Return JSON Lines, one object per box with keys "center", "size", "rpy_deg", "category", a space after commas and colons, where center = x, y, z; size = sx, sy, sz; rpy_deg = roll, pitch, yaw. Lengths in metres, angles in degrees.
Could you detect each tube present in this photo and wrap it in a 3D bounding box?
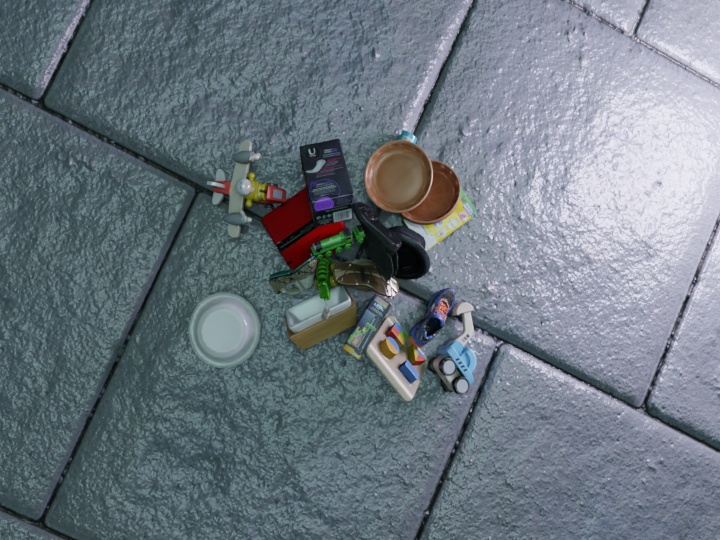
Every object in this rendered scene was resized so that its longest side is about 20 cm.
{"center": [0.095, -0.304, 1.614], "size": [0.076, 0.050, 0.204], "rpy_deg": [28, 87, 32], "category": "tube"}

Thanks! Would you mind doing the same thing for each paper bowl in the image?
{"center": [-0.370, 0.163, 1.527], "size": [0.193, 0.104, 0.208], "rpy_deg": [0, 87, -6], "category": "paper bowl"}

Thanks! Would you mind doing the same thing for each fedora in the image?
{"center": [0.112, -0.065, 1.567], "size": [0.197, 0.202, 0.093], "rpy_deg": [30, 55, -4], "category": "fedora"}

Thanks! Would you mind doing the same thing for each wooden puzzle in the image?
{"center": [0.113, 0.233, 1.539], "size": [0.046, 0.200, 0.187], "rpy_deg": [-37, 94, 31], "category": "wooden puzzle"}

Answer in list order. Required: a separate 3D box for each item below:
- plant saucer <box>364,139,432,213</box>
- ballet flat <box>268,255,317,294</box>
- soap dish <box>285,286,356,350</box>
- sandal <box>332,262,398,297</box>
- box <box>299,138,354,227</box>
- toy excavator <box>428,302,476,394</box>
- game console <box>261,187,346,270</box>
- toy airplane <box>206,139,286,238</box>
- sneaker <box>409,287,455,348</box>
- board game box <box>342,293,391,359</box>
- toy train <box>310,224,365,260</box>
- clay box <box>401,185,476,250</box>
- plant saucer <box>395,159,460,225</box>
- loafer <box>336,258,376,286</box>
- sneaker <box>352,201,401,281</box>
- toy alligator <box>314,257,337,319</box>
{"center": [0.107, -0.261, 1.568], "size": [0.193, 0.037, 0.208], "rpy_deg": [-1, 83, 12], "category": "plant saucer"}
{"center": [-0.173, 0.022, 1.529], "size": [0.068, 0.197, 0.077], "rpy_deg": [-35, 101, -50], "category": "ballet flat"}
{"center": [-0.107, 0.129, 1.534], "size": [0.195, 0.158, 0.083], "rpy_deg": [-25, 110, -5], "category": "soap dish"}
{"center": [0.012, 0.026, 1.507], "size": [0.194, 0.054, 0.083], "rpy_deg": [11, 66, -18], "category": "sandal"}
{"center": [-0.091, -0.241, 1.525], "size": [0.118, 0.107, 0.205], "rpy_deg": [-11, 60, -6], "category": "box"}
{"center": [0.284, 0.224, 1.606], "size": [0.199, 0.100, 0.197], "rpy_deg": [-38, 95, -19], "category": "toy excavator"}
{"center": [-0.154, -0.115, 1.599], "size": [0.197, 0.119, 0.175], "rpy_deg": [-34, 123, -5], "category": "game console"}
{"center": [-0.325, -0.224, 1.523], "size": [0.197, 0.141, 0.202], "rpy_deg": [-36, 92, -5], "category": "toy airplane"}
{"center": [0.219, 0.134, 1.586], "size": [0.075, 0.078, 0.202], "rpy_deg": [38, 68, -10], "category": "sneaker"}
{"center": [0.016, 0.151, 1.517], "size": [0.056, 0.200, 0.168], "rpy_deg": [30, 85, 2], "category": "board game box"}
{"center": [-0.049, -0.084, 1.558], "size": [0.195, 0.057, 0.042], "rpy_deg": [-22, 58, -14], "category": "toy train"}
{"center": [0.229, -0.154, 1.623], "size": [0.197, 0.048, 0.117], "rpy_deg": [-35, 90, -6], "category": "clay box"}
{"center": [0.189, -0.221, 1.595], "size": [0.193, 0.032, 0.206], "rpy_deg": [-5, 65, 11], "category": "plant saucer"}
{"center": [0.000, 0.000, 1.573], "size": [0.193, 0.069, 0.078], "rpy_deg": [1, 119, 2], "category": "loafer"}
{"center": [0.035, -0.077, 1.479], "size": [0.200, 0.060, 0.105], "rpy_deg": [45, 129, 9], "category": "sneaker"}
{"center": [-0.097, 0.032, 1.481], "size": [0.058, 0.055, 0.204], "rpy_deg": [-16, 47, 19], "category": "toy alligator"}
